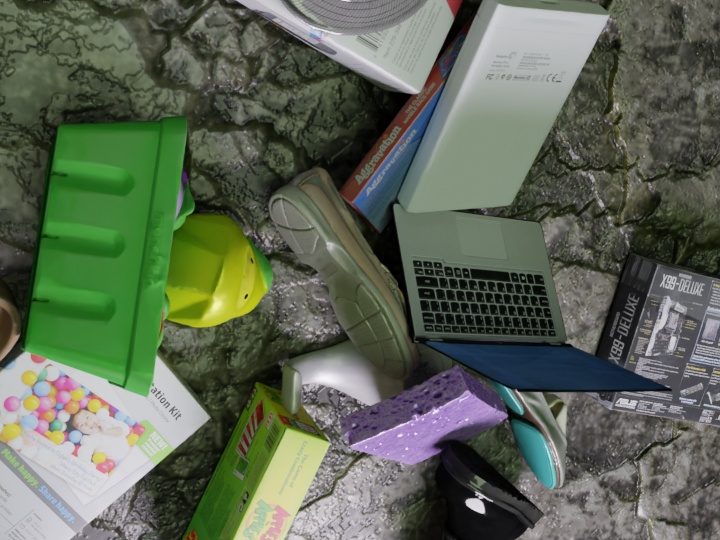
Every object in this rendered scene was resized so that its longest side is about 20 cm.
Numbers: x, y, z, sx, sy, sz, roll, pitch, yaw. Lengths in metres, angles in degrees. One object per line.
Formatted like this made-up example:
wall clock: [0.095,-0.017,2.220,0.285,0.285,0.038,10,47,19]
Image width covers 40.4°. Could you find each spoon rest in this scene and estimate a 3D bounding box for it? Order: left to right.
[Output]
spoon rest: [0.007,0.093,0.919,0.197,0.060,0.101,-3,105,-35]

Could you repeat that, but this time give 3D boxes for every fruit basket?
fruit basket: [-0.150,-0.006,0.758,0.212,0.155,0.220,2,86,-21]

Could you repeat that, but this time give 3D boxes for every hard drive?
hard drive: [0.121,-0.140,0.844,0.130,0.027,0.202,-7,135,-35]

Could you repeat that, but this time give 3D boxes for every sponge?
sponge: [0.063,0.133,0.875,0.110,0.030,0.200,-27,159,10]

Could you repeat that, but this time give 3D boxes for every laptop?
laptop: [0.144,0.022,0.846,0.185,0.116,0.203,5,66,-35]

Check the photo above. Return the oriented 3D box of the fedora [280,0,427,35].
fedora: [0.010,-0.271,0.693,0.174,0.090,0.204,-7,105,-21]

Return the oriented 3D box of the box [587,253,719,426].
box: [0.354,0.080,1.053,0.197,0.050,0.160,10,101,-25]

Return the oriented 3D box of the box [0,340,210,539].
box: [-0.251,0.131,0.827,0.199,0.041,0.157,-40,115,-8]

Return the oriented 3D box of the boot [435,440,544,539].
boot: [0.095,0.268,0.955,0.158,0.079,0.211,-49,141,-3]

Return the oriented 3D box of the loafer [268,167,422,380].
loafer: [0.000,0.000,0.857,0.063,0.072,0.201,-41,101,-35]

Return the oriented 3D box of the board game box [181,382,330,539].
board game box: [-0.104,0.215,0.877,0.047,0.101,0.202,23,96,-25]

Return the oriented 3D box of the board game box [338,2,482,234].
board game box: [0.060,-0.128,0.853,0.019,0.103,0.201,37,89,18]

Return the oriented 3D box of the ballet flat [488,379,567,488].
ballet flat: [0.177,0.134,0.989,0.063,0.067,0.202,-37,116,-16]

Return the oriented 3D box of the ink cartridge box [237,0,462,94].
ink cartridge box: [-0.014,-0.254,0.785,0.198,0.086,0.149,26,93,-25]

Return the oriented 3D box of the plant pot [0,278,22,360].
plant pot: [-0.355,0.033,0.703,0.198,0.201,0.094,-25,73,-14]
